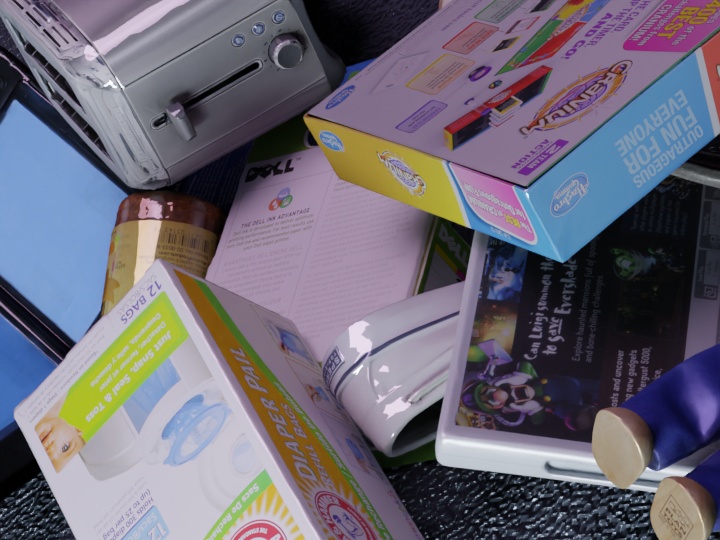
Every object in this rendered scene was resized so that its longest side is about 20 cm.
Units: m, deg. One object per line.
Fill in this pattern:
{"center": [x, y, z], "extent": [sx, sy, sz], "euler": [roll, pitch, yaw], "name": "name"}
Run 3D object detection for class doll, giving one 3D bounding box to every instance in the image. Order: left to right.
{"center": [0.198, 0.049, 1.210], "extent": [0.199, 0.049, 0.137], "euler": [-29, 63, -24], "name": "doll"}

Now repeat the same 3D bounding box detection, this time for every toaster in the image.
{"center": [-0.108, -0.131, 1.529], "extent": [0.129, 0.114, 0.200], "euler": [-33, 38, -10], "name": "toaster"}

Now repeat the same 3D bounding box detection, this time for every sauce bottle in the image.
{"center": [-0.109, 0.061, 1.490], "extent": [0.066, 0.066, 0.201], "euler": [-10, 62, 38], "name": "sauce bottle"}

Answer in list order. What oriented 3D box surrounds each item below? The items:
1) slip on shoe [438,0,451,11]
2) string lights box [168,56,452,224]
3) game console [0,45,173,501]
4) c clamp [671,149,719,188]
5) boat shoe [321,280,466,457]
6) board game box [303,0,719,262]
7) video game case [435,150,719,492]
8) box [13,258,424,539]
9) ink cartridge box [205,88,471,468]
{"center": [0.067, -0.169, 1.619], "extent": [0.060, 0.076, 0.201], "euler": [-15, 36, 27], "name": "slip on shoe"}
{"center": [-0.035, -0.052, 1.601], "extent": [0.199, 0.059, 0.103], "euler": [-14, 40, 35], "name": "string lights box"}
{"center": [-0.204, -0.002, 1.565], "extent": [0.200, 0.116, 0.176], "euler": [40, 107, 17], "name": "game console"}
{"center": [0.163, -0.072, 1.358], "extent": [0.170, 0.027, 0.200], "euler": [9, 21, 0], "name": "c clamp"}
{"center": [0.081, 0.035, 1.343], "extent": [0.199, 0.074, 0.066], "euler": [-22, 59, -19], "name": "boat shoe"}
{"center": [0.084, -0.083, 1.316], "extent": [0.153, 0.040, 0.200], "euler": [-38, 28, -16], "name": "board game box"}
{"center": [0.136, 0.019, 1.289], "extent": [0.181, 0.023, 0.201], "euler": [7, 46, 6], "name": "video game case"}
{"center": [-0.056, 0.111, 1.316], "extent": [0.113, 0.101, 0.200], "euler": [-45, 50, 16], "name": "box"}
{"center": [0.000, 0.000, 1.471], "extent": [0.147, 0.076, 0.201], "euler": [-12, 47, 36], "name": "ink cartridge box"}
